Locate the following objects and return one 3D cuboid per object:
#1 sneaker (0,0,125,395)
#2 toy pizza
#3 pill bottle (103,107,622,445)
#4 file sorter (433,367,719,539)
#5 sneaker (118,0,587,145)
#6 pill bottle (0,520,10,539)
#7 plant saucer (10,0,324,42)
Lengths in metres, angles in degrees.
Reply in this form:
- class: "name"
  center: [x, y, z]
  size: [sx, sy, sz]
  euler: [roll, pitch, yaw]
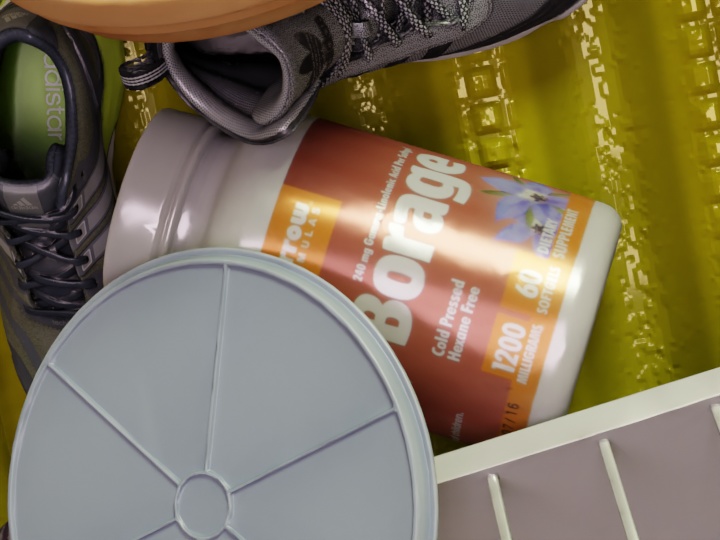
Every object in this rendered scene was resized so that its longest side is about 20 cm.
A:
- class: "sneaker"
  center: [-0.137, -0.025, 0.985]
  size: [0.073, 0.081, 0.201]
  euler: [-5, 101, 12]
- class: "toy pizza"
  center: [-0.054, 0.092, 0.897]
  size: [0.199, 0.032, 0.202]
  euler: [-2, 86, 29]
- class: "pill bottle"
  center: [0.000, 0.000, 0.949]
  size: [0.199, 0.112, 0.113]
  euler: [16, 105, 6]
- class: "file sorter"
  center: [0.119, 0.138, 0.907]
  size: [0.199, 0.125, 0.139]
  euler: [-18, 142, 6]
- class: "sneaker"
  center: [0.000, -0.101, 0.921]
  size: [0.199, 0.114, 0.076]
  euler: [-7, 116, 13]
- class: "pill bottle"
  center: [-0.102, 0.135, 0.997]
  size: [0.200, 0.111, 0.111]
  euler: [-43, 92, 16]
- class: "plant saucer"
  center: [-0.054, -0.149, 0.896]
  size: [0.199, 0.201, 0.038]
  euler: [-7, 129, 12]
